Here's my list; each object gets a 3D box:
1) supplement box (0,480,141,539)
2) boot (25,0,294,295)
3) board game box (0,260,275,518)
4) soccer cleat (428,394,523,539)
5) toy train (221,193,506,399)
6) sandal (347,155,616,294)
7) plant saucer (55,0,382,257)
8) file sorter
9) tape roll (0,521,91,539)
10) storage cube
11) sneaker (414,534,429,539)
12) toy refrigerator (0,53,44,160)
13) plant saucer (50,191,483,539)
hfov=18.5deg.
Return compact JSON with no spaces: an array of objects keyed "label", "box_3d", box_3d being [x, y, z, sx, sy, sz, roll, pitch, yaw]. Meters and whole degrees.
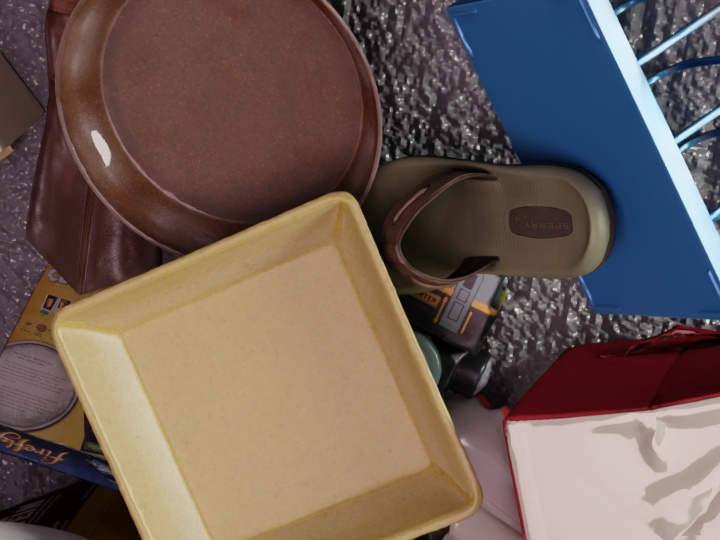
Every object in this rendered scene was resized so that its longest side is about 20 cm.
[{"label":"supplement box","box_3d":[-0.208,0.267,1.482,0.199,0.133,0.198,-22,105,21]},{"label":"boot","box_3d":[-0.119,-0.071,1.356,0.186,0.064,0.201,17,113,22]},{"label":"board game box","box_3d":[-0.126,0.077,1.381,0.199,0.136,0.035,18,144,7]},{"label":"soccer cleat","box_3d":[0.085,0.171,1.387,0.077,0.069,0.200,-31,108,-18]},{"label":"toy train","box_3d":[0.000,0.000,1.351,0.200,0.085,0.114,27,103,6]},{"label":"sandal","box_3d":[0.051,-0.025,1.239,0.201,0.057,0.080,-6,100,44]},{"label":"plant saucer","box_3d":[-0.079,-0.098,1.278,0.199,0.035,0.201,8,119,15]},{"label":"file sorter","box_3d":[0.167,-0.090,1.222,0.139,0.123,0.200,1,122,62]},{"label":"tape roll","box_3d":[-0.200,0.262,1.293,0.202,0.203,0.140,24,116,4]},{"label":"storage cube","box_3d":[0.195,0.139,1.281,0.170,0.180,0.201,-8,97,18]},{"label":"sneaker","box_3d":[-0.017,0.179,1.430,0.104,0.060,0.200,28,110,-13]},{"label":"toy refrigerator","box_3d":[-0.301,-0.060,1.403,0.200,0.076,0.070,-33,101,23]},{"label":"plant saucer","box_3d":[-0.051,0.077,1.280,0.199,0.048,0.201,-22,94,13]}]
